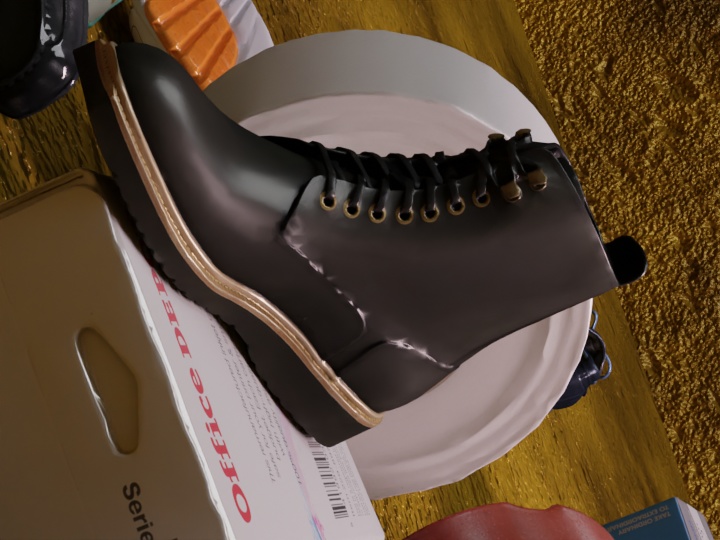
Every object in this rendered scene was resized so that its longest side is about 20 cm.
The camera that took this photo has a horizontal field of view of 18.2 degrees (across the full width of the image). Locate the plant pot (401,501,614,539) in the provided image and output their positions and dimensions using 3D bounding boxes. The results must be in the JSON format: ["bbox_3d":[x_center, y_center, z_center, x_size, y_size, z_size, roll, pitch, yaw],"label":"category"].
[{"bbox_3d":[0.081,0.222,1.006,0.201,0.200,0.196,57,6,-42],"label":"plant pot"}]

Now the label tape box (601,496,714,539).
[{"bbox_3d":[0.160,0.205,1.488,0.200,0.144,0.063,34,35,-71],"label":"label tape box"}]

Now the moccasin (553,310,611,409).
[{"bbox_3d":[0.204,0.087,2.135,0.200,0.068,0.081,-78,144,-71],"label":"moccasin"}]

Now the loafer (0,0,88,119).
[{"bbox_3d":[-0.161,-0.146,0.871,0.070,0.068,0.201,34,29,-58],"label":"loafer"}]

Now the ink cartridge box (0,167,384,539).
[{"bbox_3d":[-0.075,0.053,0.821,0.200,0.087,0.146,20,47,-77],"label":"ink cartridge box"}]

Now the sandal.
[{"bbox_3d":[-0.074,-0.083,1.162,0.079,0.059,0.207,-17,73,-50],"label":"sandal"}]

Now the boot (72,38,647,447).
[{"bbox_3d":[0.003,-0.034,0.785,0.200,0.138,0.078,50,18,-47],"label":"boot"}]

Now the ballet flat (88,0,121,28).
[{"bbox_3d":[-0.127,-0.140,0.998,0.200,0.070,0.068,-76,142,-72],"label":"ballet flat"}]

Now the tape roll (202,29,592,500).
[{"bbox_3d":[0.000,0.000,0.991,0.071,0.202,0.203,-93,157,-62],"label":"tape roll"}]
